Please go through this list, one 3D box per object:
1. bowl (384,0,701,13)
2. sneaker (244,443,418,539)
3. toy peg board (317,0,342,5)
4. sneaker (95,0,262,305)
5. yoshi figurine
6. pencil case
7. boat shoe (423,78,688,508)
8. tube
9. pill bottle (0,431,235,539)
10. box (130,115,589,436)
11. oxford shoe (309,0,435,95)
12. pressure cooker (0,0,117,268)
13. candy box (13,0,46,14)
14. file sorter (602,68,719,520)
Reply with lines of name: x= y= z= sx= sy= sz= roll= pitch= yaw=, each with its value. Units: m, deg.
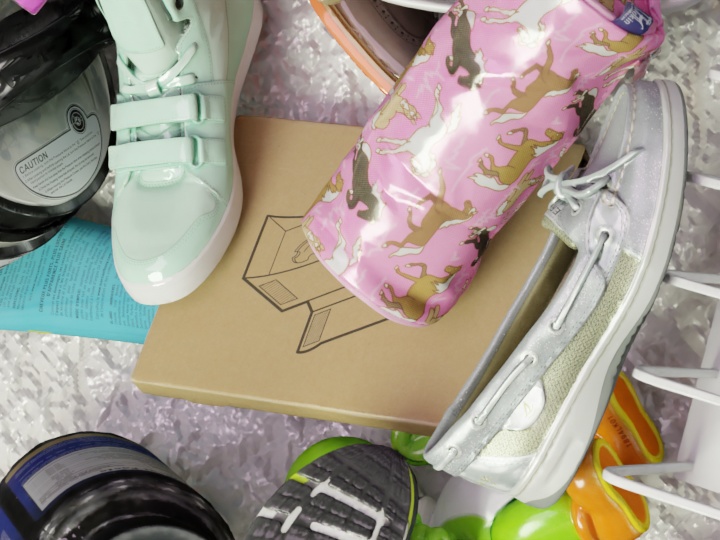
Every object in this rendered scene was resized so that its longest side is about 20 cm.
bowl: x=0.096 y=-0.216 z=1.337 sx=0.199 sy=0.075 sz=0.200 roll=4 pitch=88 yaw=20
sneaker: x=-0.026 y=0.173 z=1.291 sx=0.074 sy=0.081 sz=0.200 roll=25 pitch=93 yaw=18
toy peg board: x=0.009 y=-0.262 z=1.280 sx=0.200 sy=0.098 sz=0.199 roll=-29 pitch=78 yaw=15
sneaker: x=-0.111 y=-0.089 z=1.398 sx=0.074 sy=0.118 sz=0.201 roll=-7 pitch=60 yaw=26
yoshi figurine: x=0.040 y=0.108 z=1.351 sx=0.200 sy=0.112 sz=0.112 roll=-25 pitch=68 yaw=29
pencil case: x=0.056 y=-0.067 z=1.282 sx=0.087 sy=0.083 sz=0.200 roll=48 pitch=116 yaw=19
boat shoe: x=0.092 y=0.006 z=1.238 sx=0.065 sy=0.074 sz=0.202 roll=19 pitch=103 yaw=-10
tube: x=-0.130 y=0.008 z=1.486 sx=0.200 sy=0.050 sz=0.078 roll=10 pitch=72 yaw=33
pill bottle: x=-0.121 y=0.149 z=1.376 sx=0.200 sy=0.112 sz=0.112 roll=-157 pitch=78 yaw=-73
box: x=0.000 y=0.000 z=1.379 sx=0.200 sy=0.021 sz=0.164 roll=7 pitch=62 yaw=28
oxford shoe: x=0.009 y=-0.164 z=1.401 sx=0.073 sy=0.071 sz=0.200 roll=-33 pitch=72 yaw=19
pressure cooker: x=-0.228 y=-0.085 z=1.459 sx=0.200 sy=0.179 sz=0.176 roll=-23 pitch=54 yaw=35
candy box: x=-0.145 y=-0.231 z=1.427 sx=0.061 sy=0.200 sz=0.136 roll=36 pitch=109 yaw=-17
file sorter: x=0.207 y=0.018 z=1.244 sx=0.139 sy=0.124 sz=0.200 roll=17 pitch=95 yaw=29
